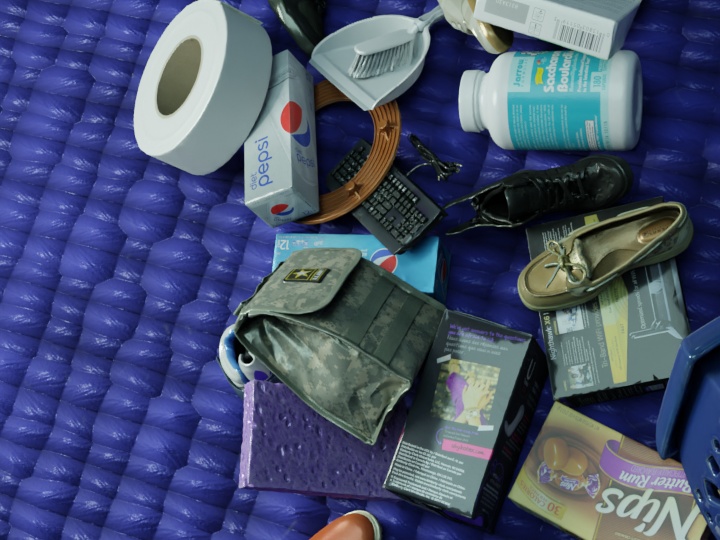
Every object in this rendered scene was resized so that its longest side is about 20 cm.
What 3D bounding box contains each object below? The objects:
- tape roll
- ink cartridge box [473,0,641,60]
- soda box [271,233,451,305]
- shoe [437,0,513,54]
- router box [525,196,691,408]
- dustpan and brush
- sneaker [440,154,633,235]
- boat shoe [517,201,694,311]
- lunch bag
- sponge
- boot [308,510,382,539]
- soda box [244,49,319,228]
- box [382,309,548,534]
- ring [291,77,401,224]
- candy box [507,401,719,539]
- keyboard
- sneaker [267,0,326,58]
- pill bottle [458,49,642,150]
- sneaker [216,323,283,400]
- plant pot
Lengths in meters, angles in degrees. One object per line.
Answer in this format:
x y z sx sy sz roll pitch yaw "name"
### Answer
-0.191 -0.221 1.726 0.202 0.070 0.205 -30 49 42 "tape roll"
0.231 -0.300 1.620 0.159 0.200 0.051 20 114 15 "ink cartridge box"
0.000 0.000 1.649 0.197 0.064 0.069 1 73 19 "soda box"
0.126 -0.310 1.678 0.053 0.069 0.201 -44 41 23 "shoe"
0.273 0.036 1.555 0.155 0.052 0.203 -12 70 15 "router box"
0.052 -0.277 1.720 0.198 0.058 0.140 -25 47 -24 "dustpan and brush"
0.193 -0.079 1.574 0.198 0.104 0.061 -5 105 40 "sneaker"
0.254 -0.022 1.515 0.198 0.063 0.074 -27 67 9 "boat shoe"
-0.025 0.061 1.539 0.198 0.164 0.118 32 121 3 "lunch bag"
-0.037 0.186 1.545 0.030 0.198 0.113 -25 60 54 "sponge"
-0.061 0.332 1.540 0.200 0.107 0.075 -44 64 -2 "boot"
-0.094 -0.156 1.691 0.068 0.063 0.202 -18 56 24 "soda box"
0.116 0.162 1.527 0.105 0.122 0.202 17 78 21 "box"
-0.041 -0.149 1.706 0.198 0.019 0.203 -17 56 26 "ring"
0.267 0.235 1.492 0.198 0.056 0.118 26 82 25 "candy box"
0.042 -0.104 1.648 0.127 0.021 0.200 -42 41 -2 "keyboard"
-0.063 -0.364 1.780 0.113 0.076 0.202 -27 61 15 "sneaker"
0.214 -0.191 1.616 0.197 0.111 0.112 2 73 18 "pill bottle"
-0.094 0.148 1.585 0.080 0.146 0.201 -32 65 5 "sneaker"
0.402 0.138 1.380 0.198 0.201 0.180 -28 56 -22 "plant pot"
